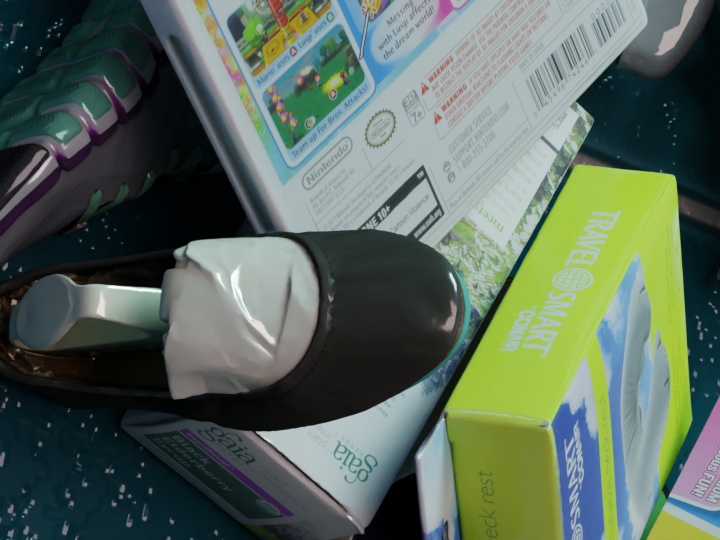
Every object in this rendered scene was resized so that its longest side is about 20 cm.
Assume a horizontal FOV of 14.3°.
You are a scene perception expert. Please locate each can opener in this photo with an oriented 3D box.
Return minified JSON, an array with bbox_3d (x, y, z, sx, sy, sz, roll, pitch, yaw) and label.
[{"bbox_3d":[0.136,-0.169,1.227,0.067,0.053,0.200,23,67,2],"label":"can opener"}]

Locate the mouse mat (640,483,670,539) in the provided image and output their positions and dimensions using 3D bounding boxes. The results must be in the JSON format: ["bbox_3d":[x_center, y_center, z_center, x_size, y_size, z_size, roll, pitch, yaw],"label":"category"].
[{"bbox_3d":[0.083,0.181,1.169,0.200,0.008,0.161,-34,101,-32],"label":"mouse mat"}]

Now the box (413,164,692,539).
[{"bbox_3d":[0.078,0.061,1.092,0.200,0.047,0.122,-57,147,-51],"label":"box"}]

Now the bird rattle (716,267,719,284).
[{"bbox_3d":[0.185,-0.093,1.199,0.112,0.163,0.201,11,77,11],"label":"bird rattle"}]

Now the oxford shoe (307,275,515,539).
[{"bbox_3d":[0.033,0.080,1.110,0.071,0.074,0.200,41,61,-16],"label":"oxford shoe"}]

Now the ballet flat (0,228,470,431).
[{"bbox_3d":[-0.058,0.021,0.984,0.068,0.200,0.068,16,71,-48],"label":"ballet flat"}]

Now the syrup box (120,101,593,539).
[{"bbox_3d":[0.000,0.000,1.099,0.079,0.081,0.200,40,65,-21],"label":"syrup box"}]

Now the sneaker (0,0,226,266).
[{"bbox_3d":[-0.082,-0.047,1.060,0.088,0.074,0.200,50,58,-22],"label":"sneaker"}]

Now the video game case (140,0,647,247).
[{"bbox_3d":[0.013,-0.106,1.029,0.200,0.024,0.182,-45,126,-29],"label":"video game case"}]

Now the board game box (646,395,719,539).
[{"bbox_3d":[0.148,0.164,1.152,0.200,0.040,0.153,-59,139,-25],"label":"board game box"}]
